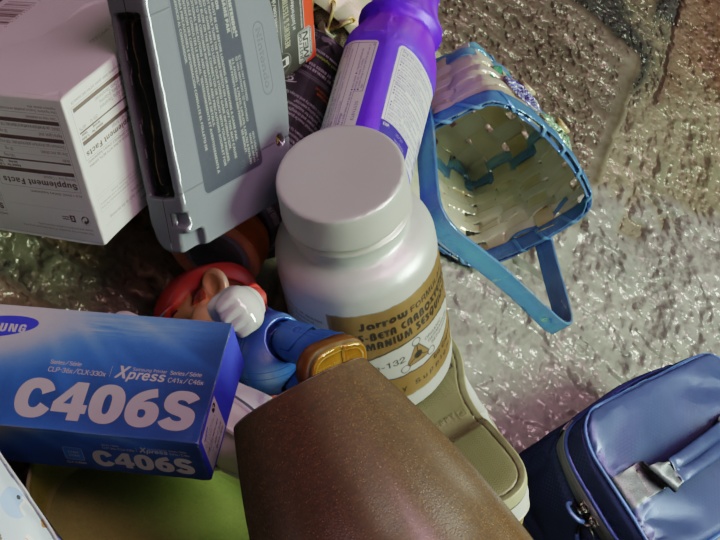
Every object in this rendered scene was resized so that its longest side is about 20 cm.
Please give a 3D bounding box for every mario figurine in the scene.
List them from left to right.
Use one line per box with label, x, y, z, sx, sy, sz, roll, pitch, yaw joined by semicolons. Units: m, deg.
mario figurine;-0.081;0.064;1.397;0.105;0.199;0.125;2;104;-41

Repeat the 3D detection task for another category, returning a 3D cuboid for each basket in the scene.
basket;0.095;-0.065;1.587;0.176;0.138;0.201;40;34;-40

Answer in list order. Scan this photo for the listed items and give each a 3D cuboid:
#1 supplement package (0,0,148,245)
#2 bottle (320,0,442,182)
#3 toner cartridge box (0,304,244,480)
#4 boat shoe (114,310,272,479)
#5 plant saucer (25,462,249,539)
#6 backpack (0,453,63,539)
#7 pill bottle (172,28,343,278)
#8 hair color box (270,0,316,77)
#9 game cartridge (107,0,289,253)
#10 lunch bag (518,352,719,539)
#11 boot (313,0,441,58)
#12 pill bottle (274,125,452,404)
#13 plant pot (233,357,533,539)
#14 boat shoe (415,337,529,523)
supplement package;-0.189;-0.123;1.419;0.200;0.155;0.112;-46;133;-43
bottle;0.019;-0.140;1.523;0.084;0.065;0.202;60;37;-51
toner cartridge box;-0.182;0.075;1.321;0.198;0.043;0.096;4;51;13
boat shoe;-0.112;0.100;1.362;0.199;0.072;0.066;35;52;19
plant saucer;-0.123;0.166;1.347;0.198;0.031;0.201;14;32;-9
backpack;-0.274;0.178;1.204;0.190;0.154;0.201;-36;89;-26
pill bottle;-0.075;-0.082;1.523;0.106;0.106;0.201;33;49;-12
hair color box;-0.125;-0.221;1.515;0.199;0.102;0.061;33;55;29
game cartridge;-0.102;-0.128;1.373;0.133;0.041;0.202;-36;122;-53
lunch bag;0.216;0.154;1.558;0.199;0.132;0.137;-24;77;-41
boot;-0.033;-0.204;1.653;0.199;0.072;0.156;-17;75;-40
pill bottle;0.000;0.000;1.444;0.113;0.201;0.115;-5;49;6
plant pot;0.007;0.163;1.252;0.186;0.187;0.201;-22;79;-40
boat shoe;0.059;0.113;1.517;0.074;0.069;0.201;-23;53;-9
